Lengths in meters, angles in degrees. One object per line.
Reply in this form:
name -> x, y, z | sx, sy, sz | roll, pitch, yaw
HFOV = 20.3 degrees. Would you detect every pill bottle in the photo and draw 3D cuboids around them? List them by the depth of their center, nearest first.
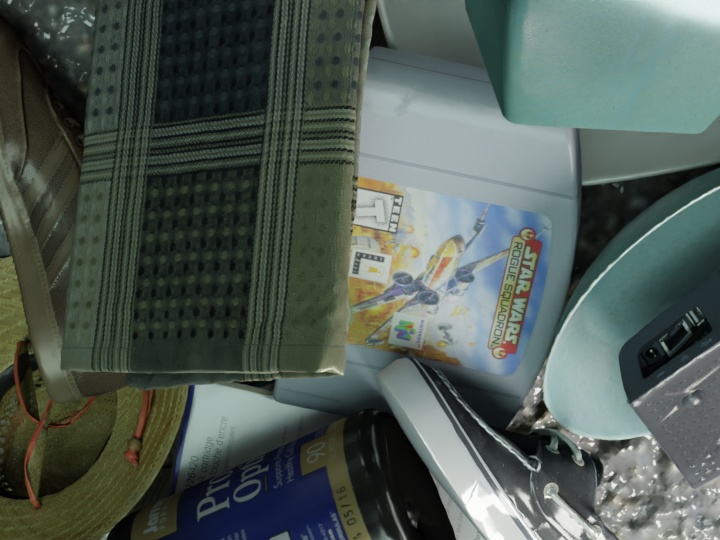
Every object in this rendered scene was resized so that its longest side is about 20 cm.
pill bottle -> -0.057, 0.155, 0.989 | 0.199, 0.112, 0.112 | -24, 111, 11

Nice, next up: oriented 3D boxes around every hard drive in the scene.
hard drive -> 0.222, 0.021, 0.969 | 0.199, 0.042, 0.135 | -33, 146, 7

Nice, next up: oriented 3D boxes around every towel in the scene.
towel -> -0.065, -0.044, 0.936 | 0.192, 0.034, 0.202 | -2, 79, 43

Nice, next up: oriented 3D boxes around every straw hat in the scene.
straw hat -> -0.164, 0.090, 1.101 | 0.200, 0.202, 0.085 | -16, 154, 18

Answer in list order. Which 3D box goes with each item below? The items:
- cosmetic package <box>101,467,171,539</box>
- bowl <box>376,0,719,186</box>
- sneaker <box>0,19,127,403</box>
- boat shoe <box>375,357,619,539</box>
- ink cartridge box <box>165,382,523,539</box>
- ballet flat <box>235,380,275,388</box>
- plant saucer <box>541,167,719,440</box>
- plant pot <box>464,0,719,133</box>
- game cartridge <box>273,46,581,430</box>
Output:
cosmetic package -> -0.048, 0.177, 1.138 | 0.198, 0.071, 0.106 | 2, 117, 10
bowl -> 0.108, -0.147, 0.938 | 0.198, 0.075, 0.201 | -8, 116, 15
sneaker -> -0.149, -0.036, 1.037 | 0.075, 0.070, 0.202 | -14, 91, -7
boat shoe -> 0.086, 0.108, 0.979 | 0.068, 0.072, 0.200 | -40, 106, -3
ink cartridge box -> -0.008, 0.167, 1.060 | 0.199, 0.047, 0.199 | 13, 99, 10
ballet flat -> 0.000, 0.000, 1.042 | 0.199, 0.068, 0.068 | -25, 103, 20
plant saucer -> 0.169, 0.004, 0.981 | 0.200, 0.039, 0.202 | -21, 146, -15
plant pot -> 0.112, -0.162, 0.797 | 0.140, 0.142, 0.201 | 1, 129, -12
game cartridge -> 0.035, -0.005, 0.968 | 0.132, 0.042, 0.201 | 14, 124, 5
